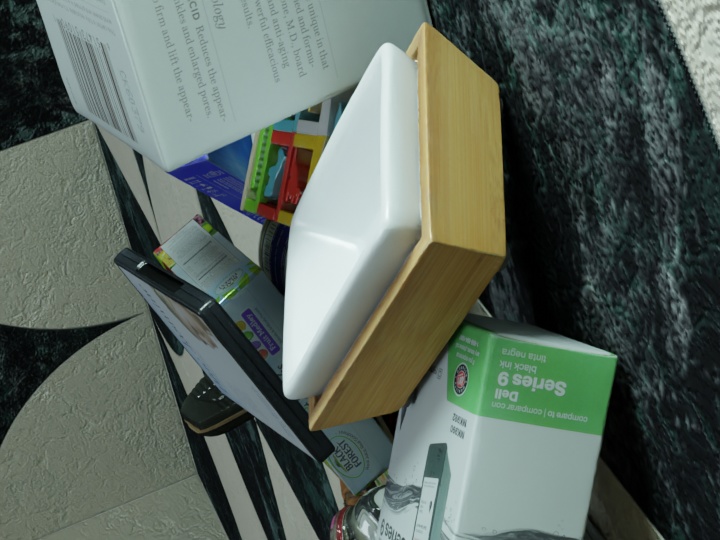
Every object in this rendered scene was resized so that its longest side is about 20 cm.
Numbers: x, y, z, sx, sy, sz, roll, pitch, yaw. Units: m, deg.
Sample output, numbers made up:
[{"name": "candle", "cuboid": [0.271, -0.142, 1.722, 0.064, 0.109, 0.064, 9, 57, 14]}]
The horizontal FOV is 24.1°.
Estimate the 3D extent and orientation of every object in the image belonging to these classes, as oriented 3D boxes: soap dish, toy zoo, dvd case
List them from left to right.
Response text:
[{"name": "dvd case", "cuboid": [-0.100, 0.056, 1.190, 0.143, 0.018, 0.200, 53, 168, -23]}, {"name": "toy zoo", "cuboid": [-0.040, -0.097, 1.205, 0.200, 0.020, 0.133, -158, 79, -70]}, {"name": "soap dish", "cuboid": [0.019, -0.019, 0.993, 0.200, 0.080, 0.159, 122, 155, -49]}]

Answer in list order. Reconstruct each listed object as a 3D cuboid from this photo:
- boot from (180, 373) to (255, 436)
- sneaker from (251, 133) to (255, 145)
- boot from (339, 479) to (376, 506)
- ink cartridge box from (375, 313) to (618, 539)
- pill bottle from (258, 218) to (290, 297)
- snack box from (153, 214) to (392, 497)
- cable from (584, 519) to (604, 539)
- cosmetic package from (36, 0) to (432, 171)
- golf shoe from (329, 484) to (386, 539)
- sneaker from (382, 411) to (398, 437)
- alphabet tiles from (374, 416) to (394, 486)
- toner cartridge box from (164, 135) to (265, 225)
[{"name": "boot", "cuboid": [-0.050, 0.122, 1.481, 0.077, 0.199, 0.139, 31, 147, 52]}, {"name": "sneaker", "cuboid": [-0.052, -0.064, 1.356, 0.093, 0.070, 0.202, 12, -120, -63]}, {"name": "boot", "cuboid": [0.025, 0.250, 1.643, 0.155, 0.073, 0.202, 97, 162, -63]}, {"name": "ink cartridge box", "cuboid": [0.073, 0.133, 1.002, 0.146, 0.083, 0.202, -163, 83, -74]}, {"name": "pill bottle", "cuboid": [0.000, 0.000, 1.232, 0.200, 0.115, 0.117, -147, 38, -70]}, {"name": "snack box", "cuboid": [-0.064, 0.063, 1.273, 0.201, 0.053, 0.142, 54, 173, -29]}, {"name": "cable", "cuboid": [0.136, 0.249, 1.153, 0.200, 0.069, 0.202, 159, 90, -79]}, {"name": "cosmetic package", "cuboid": [-0.088, -0.190, 1.055, 0.165, 0.199, 0.166, 30, 142, 54]}, {"name": "golf shoe", "cuboid": [0.075, 0.229, 1.263, 0.199, 0.092, 0.073, 36, -138, -22]}, {"name": "sneaker", "cuboid": [0.029, 0.075, 1.358, 0.201, 0.077, 0.112, 56, 161, 12]}, {"name": "alphabet tiles", "cuboid": [0.017, 0.153, 1.373, 0.201, 0.006, 0.166, 62, 169, -15]}, {"name": "toner cartridge box", "cuboid": [-0.100, -0.104, 1.409, 0.200, 0.043, 0.096, 28, -126, -63]}]
